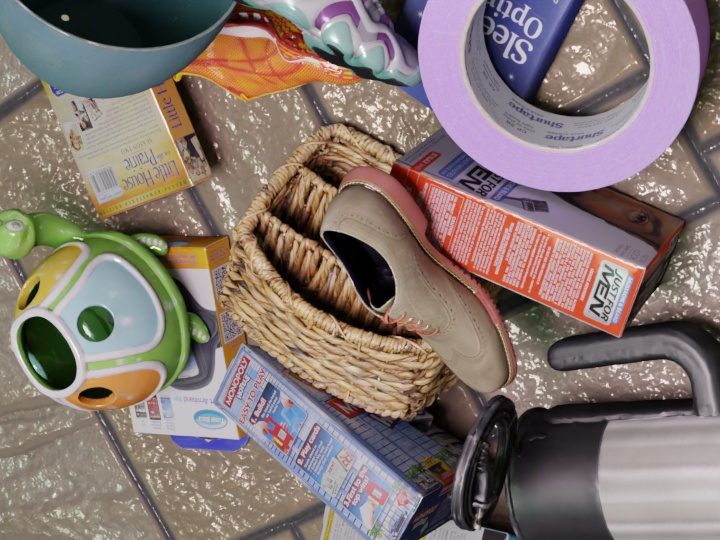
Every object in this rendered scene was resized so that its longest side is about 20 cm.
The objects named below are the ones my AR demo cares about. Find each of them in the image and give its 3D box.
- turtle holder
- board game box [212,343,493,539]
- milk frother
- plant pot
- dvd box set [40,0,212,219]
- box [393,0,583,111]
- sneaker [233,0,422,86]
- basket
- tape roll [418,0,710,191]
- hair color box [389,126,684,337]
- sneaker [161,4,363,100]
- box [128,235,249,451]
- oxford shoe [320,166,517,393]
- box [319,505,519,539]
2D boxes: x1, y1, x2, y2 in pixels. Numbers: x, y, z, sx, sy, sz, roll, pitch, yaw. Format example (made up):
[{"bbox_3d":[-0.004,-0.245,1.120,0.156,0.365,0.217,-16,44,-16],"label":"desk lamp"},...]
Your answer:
[{"bbox_3d":[-0.228,0.030,1.578,0.141,0.132,0.186,-4,106,35],"label":"turtle holder"},{"bbox_3d":[-0.005,0.126,1.487,0.200,0.200,0.062,34,109,17],"label":"board game box"},{"bbox_3d":[0.186,0.148,1.364,0.188,0.200,0.181,-7,113,33],"label":"milk frother"},{"bbox_3d":[-0.201,-0.210,1.441,0.200,0.200,0.135,45,145,10],"label":"plant pot"},{"bbox_3d":[-0.212,-0.152,1.591,0.146,0.029,0.200,-16,99,49],"label":"dvd box set"},{"bbox_3d":[0.095,-0.192,1.404,0.121,0.032,0.200,35,124,16],"label":"box"},{"bbox_3d":[-0.012,-0.233,1.381,0.200,0.078,0.140,30,84,-21],"label":"sneaker"},{"bbox_3d":[0.000,0.000,1.465,0.200,0.143,0.149,33,123,17],"label":"basket"},{"bbox_3d":[0.145,-0.160,1.333,0.200,0.066,0.200,7,117,13],"label":"tape roll"},{"bbox_3d":[0.125,-0.034,1.383,0.200,0.111,0.064,25,118,14],"label":"hair color box"},{"bbox_3d":[-0.070,-0.172,1.501,0.200,0.073,0.077,15,130,35],"label":"sneaker"},{"bbox_3d":[-0.158,0.069,1.653,0.119,0.041,0.200,0,105,32],"label":"box"},{"bbox_3d":[0.036,0.023,1.347,0.070,0.075,0.200,-23,113,45],"label":"oxford shoe"},{"bbox_3d":[0.051,0.239,1.536,0.200,0.049,0.082,8,82,44],"label":"box"}]
